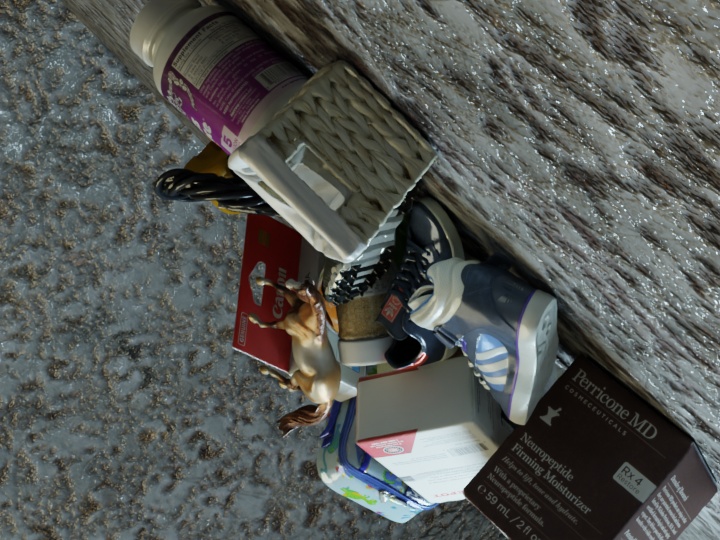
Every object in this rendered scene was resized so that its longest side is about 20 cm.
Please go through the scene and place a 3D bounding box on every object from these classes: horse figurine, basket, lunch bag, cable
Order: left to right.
[{"bbox_3d":[-0.133,-0.091,1.578,0.199,0.051,0.162,11,-178,39],"label":"cable"},{"bbox_3d":[-0.066,0.090,1.546,0.132,0.050,0.202,12,118,46],"label":"horse figurine"},{"bbox_3d":[-0.028,-0.098,1.249,0.135,0.124,0.200,43,175,-8],"label":"basket"},{"bbox_3d":[0.035,0.196,1.737,0.160,0.201,0.082,31,142,-18],"label":"lunch bag"}]

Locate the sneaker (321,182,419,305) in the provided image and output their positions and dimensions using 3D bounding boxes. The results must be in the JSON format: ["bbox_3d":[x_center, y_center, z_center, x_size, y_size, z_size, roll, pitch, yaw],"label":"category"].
[{"bbox_3d":[-0.003,-0.052,1.440,0.091,0.066,0.201,58,143,30],"label":"sneaker"}]

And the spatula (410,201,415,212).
[{"bbox_3d":[0.017,-0.105,1.473,0.200,0.021,0.057,43,-178,-19],"label":"spatula"}]

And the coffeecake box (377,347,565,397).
[{"bbox_3d":[0.138,0.141,1.673,0.153,0.074,0.199,-23,141,36],"label":"coffeecake box"}]

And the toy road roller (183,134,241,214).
[{"bbox_3d":[-0.123,-0.130,1.708,0.123,0.146,0.200,45,176,-39],"label":"toy road roller"}]

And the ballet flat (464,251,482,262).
[{"bbox_3d":[0.107,0.001,1.514,0.074,0.074,0.200,45,174,-40],"label":"ballet flat"}]

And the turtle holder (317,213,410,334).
[{"bbox_3d":[0.025,0.009,1.662,0.131,0.186,0.141,-27,118,38],"label":"turtle holder"}]

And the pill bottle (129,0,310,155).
[{"bbox_3d":[-0.137,-0.194,1.413,0.200,0.112,0.112,41,176,19],"label":"pill bottle"}]

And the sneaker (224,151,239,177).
[{"bbox_3d":[-0.088,-0.132,1.546,0.200,0.116,0.075,45,175,-28],"label":"sneaker"}]

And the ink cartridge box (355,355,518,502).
[{"bbox_3d":[0.101,0.184,1.590,0.200,0.143,0.085,46,-142,-50],"label":"ink cartridge box"}]

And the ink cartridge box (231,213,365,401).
[{"bbox_3d":[-0.065,0.033,1.688,0.175,0.202,0.045,29,140,-35],"label":"ink cartridge box"}]

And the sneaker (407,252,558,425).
[{"bbox_3d":[0.118,0.063,1.414,0.145,0.081,0.201,22,147,19],"label":"sneaker"}]

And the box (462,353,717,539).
[{"bbox_3d":[0.248,0.236,1.511,0.166,0.200,0.164,39,175,34],"label":"box"}]

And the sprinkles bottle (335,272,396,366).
[{"bbox_3d":[0.000,0.000,1.531,0.068,0.067,0.203,-160,63,-80],"label":"sprinkles bottle"}]

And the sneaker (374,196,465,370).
[{"bbox_3d":[0.056,0.021,1.456,0.075,0.084,0.202,41,143,48],"label":"sneaker"}]
